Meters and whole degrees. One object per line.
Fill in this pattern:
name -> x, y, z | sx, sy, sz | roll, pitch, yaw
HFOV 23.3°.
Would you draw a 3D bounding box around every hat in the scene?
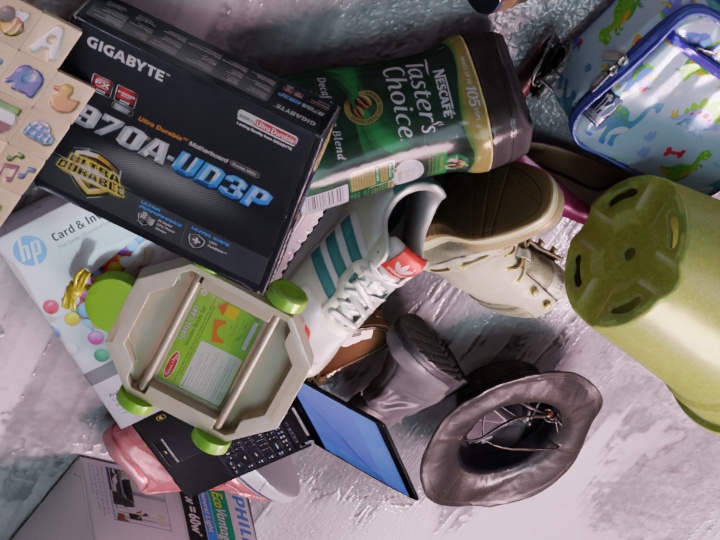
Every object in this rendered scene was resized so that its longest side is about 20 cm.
hat -> 0.133, 0.143, 1.699 | 0.199, 0.081, 0.201 | -15, 139, -13

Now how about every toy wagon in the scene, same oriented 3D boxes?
toy wagon -> -0.138, 0.050, 1.378 | 0.199, 0.040, 0.156 | 28, 113, -5

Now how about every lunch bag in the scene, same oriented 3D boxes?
lunch bag -> 0.262, -0.149, 1.414 | 0.161, 0.083, 0.199 | -42, 136, 23

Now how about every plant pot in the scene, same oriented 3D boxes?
plant pot -> 0.274, 0.014, 1.433 | 0.184, 0.201, 0.200 | 26, 124, -35

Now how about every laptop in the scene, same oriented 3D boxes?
laptop -> -0.071, 0.164, 1.511 | 0.199, 0.104, 0.178 | -23, 149, -1

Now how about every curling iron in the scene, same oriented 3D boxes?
curling iron -> 0.111, -0.120, 1.421 | 0.025, 0.050, 0.200 | 33, 135, -8

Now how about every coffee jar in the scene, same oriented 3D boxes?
coffee jar -> 0.029, -0.115, 1.344 | 0.198, 0.105, 0.085 | -14, 157, -6

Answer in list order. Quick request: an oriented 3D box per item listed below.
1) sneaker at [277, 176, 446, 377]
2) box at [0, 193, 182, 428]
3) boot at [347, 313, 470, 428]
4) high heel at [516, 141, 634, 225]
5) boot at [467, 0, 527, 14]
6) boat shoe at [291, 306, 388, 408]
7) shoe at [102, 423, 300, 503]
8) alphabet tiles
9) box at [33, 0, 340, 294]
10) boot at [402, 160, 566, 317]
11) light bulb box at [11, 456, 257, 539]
sneaker -> 0.000, 0.000, 1.405 | 0.070, 0.093, 0.201 | 36, 80, -39
box -> -0.177, 0.013, 1.409 | 0.155, 0.041, 0.201 | -25, 115, 9
boot -> 0.023, 0.111, 1.578 | 0.131, 0.070, 0.200 | -32, 159, 5
high heel -> 0.212, -0.072, 1.487 | 0.198, 0.068, 0.096 | -4, 149, -11
boot -> 0.140, -0.278, 1.245 | 0.096, 0.075, 0.201 | -16, 144, -30
boat shoe -> -0.067, 0.090, 1.567 | 0.198, 0.074, 0.076 | -17, 141, -1
shoe -> -0.149, 0.178, 1.646 | 0.091, 0.072, 0.200 | -32, 134, 21
alphabet tiles -> -0.287, -0.109, 1.212 | 0.166, 0.006, 0.200 | 25, 113, -36
box -> -0.131, -0.091, 1.277 | 0.199, 0.046, 0.160 | 26, 129, 2
boot -> 0.128, -0.021, 1.459 | 0.154, 0.073, 0.199 | 30, 152, -33
light bulb box -> -0.230, 0.304, 1.712 | 0.199, 0.125, 0.198 | 18, 128, -34
